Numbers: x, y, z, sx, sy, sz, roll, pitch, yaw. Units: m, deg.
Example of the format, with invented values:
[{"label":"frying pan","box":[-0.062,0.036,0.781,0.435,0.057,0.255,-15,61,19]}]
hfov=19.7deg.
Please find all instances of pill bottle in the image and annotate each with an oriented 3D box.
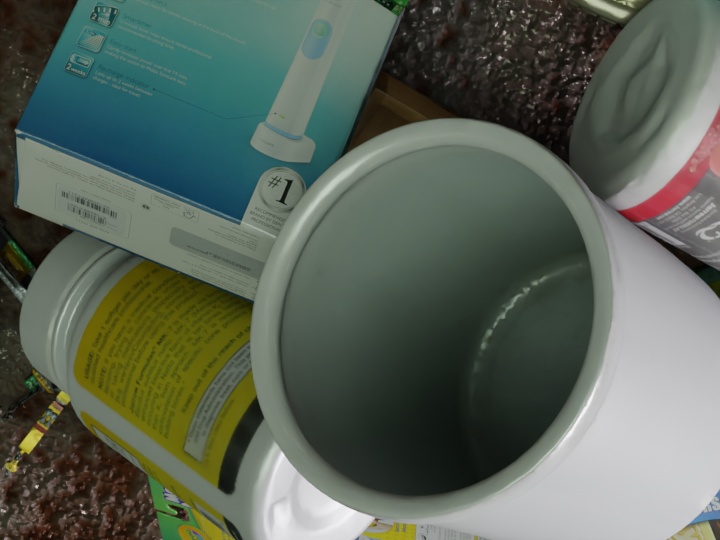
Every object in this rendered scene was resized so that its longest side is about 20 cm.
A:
[{"label":"pill bottle","box":[0.209,-0.043,0.995,0.199,0.111,0.111,26,114,-21]},{"label":"pill bottle","box":[-0.078,0.056,1.058,0.199,0.114,0.115,31,118,35]}]

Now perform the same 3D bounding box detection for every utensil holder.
[{"label":"utensil holder","box":[0.072,0.042,0.935,0.169,0.200,0.171,-9,72,27]}]

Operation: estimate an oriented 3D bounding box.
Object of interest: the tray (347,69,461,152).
[{"label":"tray","box":[0.000,0.000,1.129,0.098,0.037,0.201,29,113,-10]}]

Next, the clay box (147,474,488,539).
[{"label":"clay box","box":[-0.015,0.131,1.152,0.198,0.048,0.115,9,149,5]}]

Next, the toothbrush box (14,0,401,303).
[{"label":"toothbrush box","box":[-0.066,-0.104,1.015,0.145,0.201,0.085,21,156,-1]}]

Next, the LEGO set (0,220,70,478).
[{"label":"LEGO set","box":[-0.246,0.061,1.150,0.199,0.116,0.155,-25,106,17]}]

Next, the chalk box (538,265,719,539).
[{"label":"chalk box","box":[0.171,0.076,1.089,0.123,0.125,0.201,-18,109,15]}]

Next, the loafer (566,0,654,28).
[{"label":"loafer","box":[0.182,-0.151,1.031,0.198,0.076,0.069,12,111,-5]}]

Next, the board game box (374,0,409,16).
[{"label":"board game box","box":[0.028,-0.235,0.995,0.104,0.023,0.201,31,82,-3]}]
